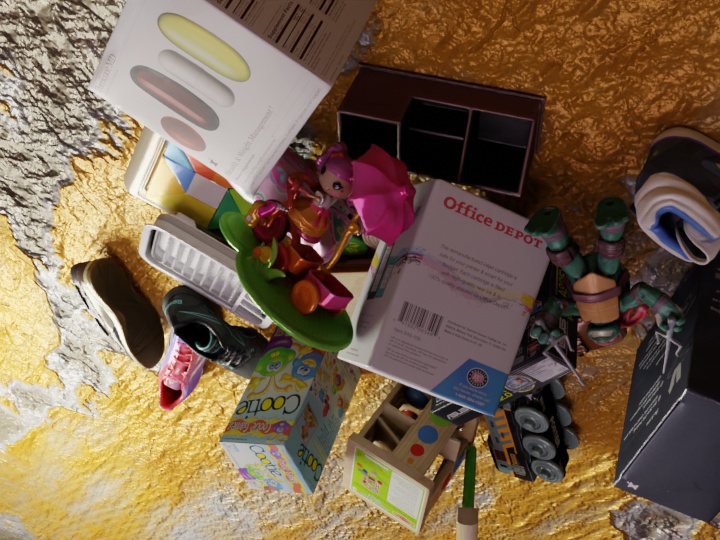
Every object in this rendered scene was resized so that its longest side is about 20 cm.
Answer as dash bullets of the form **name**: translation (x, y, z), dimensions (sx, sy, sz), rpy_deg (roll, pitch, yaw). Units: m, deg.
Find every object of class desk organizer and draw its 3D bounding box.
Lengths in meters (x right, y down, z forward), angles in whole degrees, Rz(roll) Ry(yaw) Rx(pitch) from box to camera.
- **desk organizer**: translation (0.080, -0.143, 1.081), dimensions (0.198, 0.077, 0.072), rpy_deg (13, 139, 14)

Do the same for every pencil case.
- **pencil case**: translation (-0.085, -0.095, 1.181), dimensions (0.200, 0.088, 0.087), rpy_deg (44, 138, -2)

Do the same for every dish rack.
- **dish rack**: translation (-0.186, -0.004, 1.361), dimensions (0.199, 0.044, 0.172), rpy_deg (30, 161, -6)

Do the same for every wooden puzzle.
- **wooden puzzle**: translation (-0.185, -0.105, 1.287), dimensions (0.199, 0.037, 0.185), rpy_deg (31, 140, -7)

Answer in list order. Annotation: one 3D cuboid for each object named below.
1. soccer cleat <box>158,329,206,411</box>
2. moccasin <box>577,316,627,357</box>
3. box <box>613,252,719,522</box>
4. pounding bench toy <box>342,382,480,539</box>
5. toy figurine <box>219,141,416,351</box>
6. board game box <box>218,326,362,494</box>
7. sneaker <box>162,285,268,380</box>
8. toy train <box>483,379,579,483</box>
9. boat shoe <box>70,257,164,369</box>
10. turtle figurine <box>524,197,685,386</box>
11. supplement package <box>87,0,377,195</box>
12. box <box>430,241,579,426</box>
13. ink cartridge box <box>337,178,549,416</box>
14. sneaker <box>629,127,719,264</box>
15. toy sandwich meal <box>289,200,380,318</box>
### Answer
- **soccer cleat**: translation (-0.258, 0.130, 1.546), dimensions (0.068, 0.074, 0.201), rpy_deg (24, 139, 2)
- **moccasin**: translation (0.217, 0.082, 1.252), dimensions (0.200, 0.078, 0.074), rpy_deg (-7, 131, 32)
- **box**: translation (0.368, 0.123, 1.127), dimensions (0.116, 0.201, 0.198), rpy_deg (21, 140, 4)
- **pounding bench toy**: translation (0.102, 0.251, 1.408), dimensions (0.199, 0.156, 0.125), rpy_deg (29, 143, 19)
- **toy figurine**: translation (-0.029, -0.054, 1.075), dimensions (0.184, 0.150, 0.200), rpy_deg (-50, 63, 20)
- **board game box**: translation (-0.089, 0.182, 1.419), dimensions (0.102, 0.201, 0.105), rpy_deg (-2, 133, 28)
- **sneaker**: translation (-0.193, 0.105, 1.458), dimensions (0.199, 0.079, 0.075), rpy_deg (37, 107, -27)
- **toy train**: translation (0.213, 0.200, 1.384), dimensions (0.113, 0.085, 0.201), rpy_deg (8, 138, 33)
- **boat shoe**: translation (-0.347, 0.059, 1.526), dimensions (0.064, 0.073, 0.201), rpy_deg (8, 134, 35)
- **turtle figurine**: translation (0.235, 0.025, 1.062), dimensions (0.148, 0.101, 0.201), rpy_deg (-18, 121, 7)
- **supplement package**: translation (-0.128, -0.222, 1.047), dimensions (0.199, 0.148, 0.191), rpy_deg (32, 139, -10)
- **box**: translation (0.162, 0.069, 1.201), dimensions (0.044, 0.162, 0.200), rpy_deg (27, 143, -24)
- **ink cartridge box**: translation (0.088, 0.027, 1.118), dimensions (0.145, 0.202, 0.146), rpy_deg (22, 174, -13)
- **sneaker**: translation (0.350, -0.042, 1.000), dimensions (0.198, 0.147, 0.081), rpy_deg (26, 140, 0)
- **toy sandwich meal**: translation (0.000, 0.000, 1.280), dimensions (0.203, 0.071, 0.206), rpy_deg (14, 139, 13)
